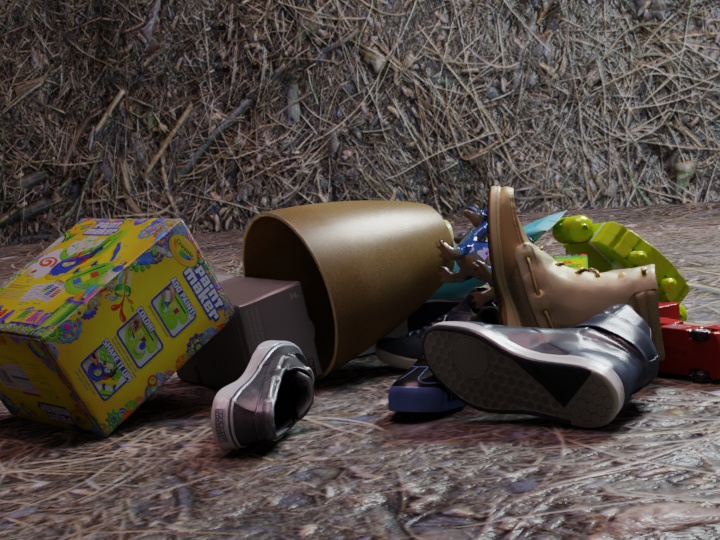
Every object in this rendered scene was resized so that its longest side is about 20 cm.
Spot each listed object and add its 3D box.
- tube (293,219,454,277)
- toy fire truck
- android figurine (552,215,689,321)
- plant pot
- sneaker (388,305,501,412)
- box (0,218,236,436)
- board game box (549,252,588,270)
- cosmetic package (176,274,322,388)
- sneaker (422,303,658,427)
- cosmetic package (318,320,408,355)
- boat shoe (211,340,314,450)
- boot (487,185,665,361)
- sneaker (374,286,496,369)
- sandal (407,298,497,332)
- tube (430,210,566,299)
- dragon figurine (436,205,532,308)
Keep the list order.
[{"bbox_3d":[0.011,-0.029,1.626,0.197,0.053,0.058,-4,13,-16],"label":"tube"},{"bbox_3d":[0.326,0.069,1.399,0.140,0.049,0.199,-8,8,-38],"label":"toy fire truck"},{"bbox_3d":[0.304,-0.001,1.589,0.041,0.182,0.200,-50,10,-7],"label":"android figurine"},{"bbox_3d":[0.000,0.000,1.521,0.198,0.189,0.186,-20,13,-31],"label":"plant pot"},{"bbox_3d":[0.085,0.084,1.325,0.069,0.079,0.199,-1,7,30],"label":"sneaker"},{"bbox_3d":[-0.269,0.049,1.394,0.199,0.123,0.193,3,39,50],"label":"box"},{"bbox_3d":[0.221,0.044,1.470,0.047,0.103,0.200,-3,6,10],"label":"board game box"},{"bbox_3d":[-0.133,0.068,1.496,0.089,0.108,0.199,-20,12,-29],"label":"cosmetic package"},{"bbox_3d":[0.169,0.074,1.247,0.201,0.078,0.146,15,27,32],"label":"sneaker"},{"bbox_3d":[0.007,0.068,1.667,0.198,0.051,0.082,-10,7,-40],"label":"cosmetic package"},{"bbox_3d":[-0.072,0.110,1.254,0.067,0.073,0.200,-5,8,15],"label":"boat shoe"},{"bbox_3d":[0.205,0.004,1.329,0.154,0.202,0.073,-12,-13,7],"label":"boot"},{"bbox_3d":[0.106,0.061,1.489,0.198,0.086,0.075,-2,7,26],"label":"sneaker"},{"bbox_3d":[0.152,0.055,1.595,0.198,0.077,0.043,-15,7,9],"label":"sandal"},{"bbox_3d":[0.151,-0.013,1.619,0.199,0.051,0.077,-33,7,32],"label":"tube"},{"bbox_3d":[0.147,-0.009,1.443,0.099,0.059,0.199,-24,35,-27],"label":"dragon figurine"}]
